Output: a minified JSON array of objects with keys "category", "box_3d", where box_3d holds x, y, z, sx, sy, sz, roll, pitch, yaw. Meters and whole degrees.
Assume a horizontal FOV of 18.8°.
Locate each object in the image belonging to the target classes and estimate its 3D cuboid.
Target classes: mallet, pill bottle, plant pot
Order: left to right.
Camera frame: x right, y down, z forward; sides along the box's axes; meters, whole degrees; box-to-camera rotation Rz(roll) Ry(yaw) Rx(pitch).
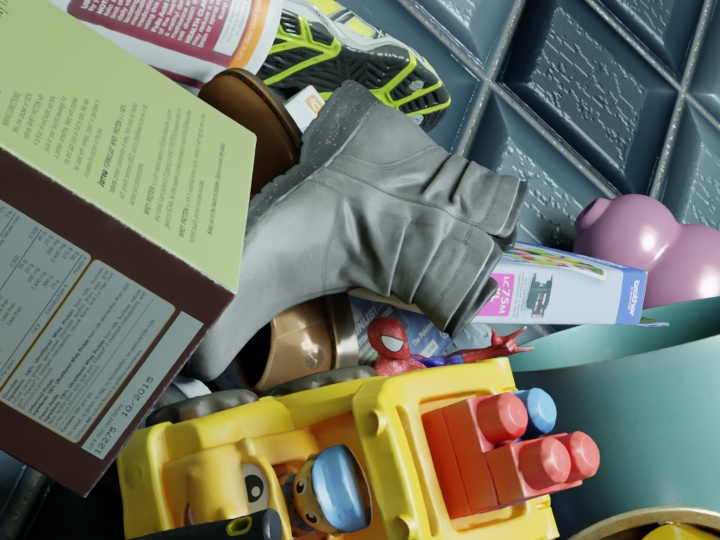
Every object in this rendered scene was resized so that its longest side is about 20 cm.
[{"category":"mallet","box_3d":[-0.128,0.145,1.016,0.041,0.200,0.066,51,42,-40]},{"category":"pill bottle","box_3d":[-0.154,-0.173,1.252,0.200,0.114,0.114,16,55,-39]},{"category":"plant pot","box_3d":[0.195,0.114,1.363,0.201,0.201,0.161,-19,98,-49]}]

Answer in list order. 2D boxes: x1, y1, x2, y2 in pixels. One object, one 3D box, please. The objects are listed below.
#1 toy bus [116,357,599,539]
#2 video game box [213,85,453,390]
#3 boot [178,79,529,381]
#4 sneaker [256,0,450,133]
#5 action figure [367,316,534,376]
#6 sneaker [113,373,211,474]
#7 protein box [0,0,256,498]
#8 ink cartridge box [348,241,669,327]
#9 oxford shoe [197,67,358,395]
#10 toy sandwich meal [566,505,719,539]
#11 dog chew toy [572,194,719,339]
[{"category":"toy bus","box_3d":[0.010,0.107,1.069,0.200,0.192,0.136,-5,78,-50]},{"category":"video game box","box_3d":[-0.032,0.006,1.313,0.182,0.047,0.200,50,40,-6]},{"category":"boot","box_3d":[0.000,0.000,1.155,0.132,0.070,0.200,32,70,6]},{"category":"sneaker","box_3d":[-0.018,-0.146,1.404,0.200,0.075,0.076,28,31,-40]},{"category":"action figure","box_3d":[0.068,0.110,1.264,0.065,0.099,0.200,-45,114,-49]},{"category":"sneaker","box_3d":[-0.099,0.141,1.131,0.200,0.075,0.114,58,37,-3]},{"category":"protein box","box_3d":[-0.173,-0.033,1.054,0.200,0.135,0.199,32,21,-14]},{"category":"ink cartridge box","box_3d":[0.084,0.005,1.305,0.200,0.119,0.042,5,96,-45]},{"category":"oxford shoe","box_3d":[-0.061,-0.023,1.217,0.071,0.071,0.200,-4,68,-39]},{"category":"toy sandwich meal","box_3d":[0.168,0.224,1.267,0.205,0.205,0.070,36,15,-23]},{"category":"dog chew toy","box_3d":[0.229,0.026,1.508,0.200,0.125,0.125,43,42,-6]}]
